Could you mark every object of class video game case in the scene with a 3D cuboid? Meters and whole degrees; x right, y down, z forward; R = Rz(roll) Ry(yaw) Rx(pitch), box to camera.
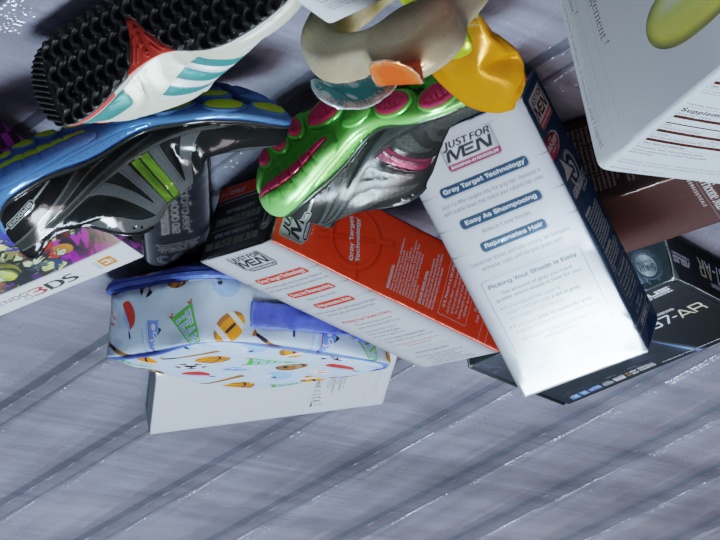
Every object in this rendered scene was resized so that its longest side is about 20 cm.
[{"bbox_3d":[-0.274,-0.029,1.726,0.180,0.036,0.200,-21,148,22],"label":"video game case"}]

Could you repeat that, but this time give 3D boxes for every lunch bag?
[{"bbox_3d":[-0.077,0.039,1.902,0.199,0.076,0.160,7,167,-38],"label":"lunch bag"}]

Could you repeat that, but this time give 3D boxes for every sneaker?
[{"bbox_3d":[-0.139,-0.064,1.639,0.199,0.071,0.083,-21,113,-9],"label":"sneaker"},{"bbox_3d":[-0.101,-0.146,1.554,0.199,0.071,0.093,-27,169,28],"label":"sneaker"},{"bbox_3d":[0.022,-0.092,1.679,0.199,0.077,0.084,-29,141,29],"label":"sneaker"}]

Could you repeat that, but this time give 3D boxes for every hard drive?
[{"bbox_3d":[-0.074,0.088,2.108,0.199,0.027,0.132,-7,156,-11],"label":"hard drive"}]

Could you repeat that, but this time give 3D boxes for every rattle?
[{"bbox_3d":[0.038,-0.104,1.494,0.129,0.200,0.144,-14,120,1],"label":"rattle"}]

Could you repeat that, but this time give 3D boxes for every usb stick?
[{"bbox_3d":[-0.128,-0.057,1.760,0.055,0.033,0.200,-12,156,-8],"label":"usb stick"}]

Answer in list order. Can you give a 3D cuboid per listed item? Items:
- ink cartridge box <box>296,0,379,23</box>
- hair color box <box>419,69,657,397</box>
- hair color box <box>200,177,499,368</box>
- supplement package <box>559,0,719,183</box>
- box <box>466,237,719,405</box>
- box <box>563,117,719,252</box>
[{"bbox_3d":[-0.013,-0.227,1.375,0.146,0.083,0.200,-22,154,22],"label":"ink cartridge box"},{"bbox_3d":[0.115,-0.024,1.754,0.100,0.201,0.061,-21,-163,22],"label":"hair color box"},{"bbox_3d":[0.000,0.000,1.807,0.199,0.062,0.101,26,158,-28],"label":"hair color box"},{"bbox_3d":[0.224,-0.180,1.451,0.146,0.192,0.200,4,151,-32],"label":"supplement package"},{"bbox_3d":[0.206,0.042,2.109,0.199,0.044,0.160,-24,153,27],"label":"box"},{"bbox_3d":[0.165,-0.056,1.844,0.199,0.075,0.100,-20,154,15],"label":"box"}]
